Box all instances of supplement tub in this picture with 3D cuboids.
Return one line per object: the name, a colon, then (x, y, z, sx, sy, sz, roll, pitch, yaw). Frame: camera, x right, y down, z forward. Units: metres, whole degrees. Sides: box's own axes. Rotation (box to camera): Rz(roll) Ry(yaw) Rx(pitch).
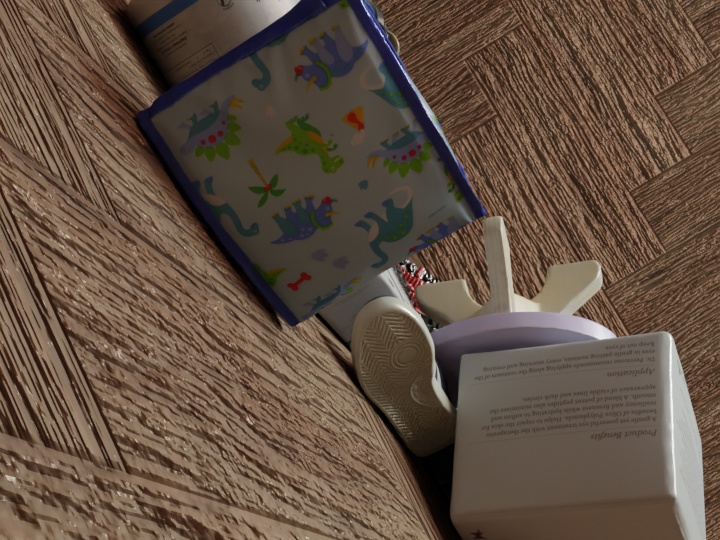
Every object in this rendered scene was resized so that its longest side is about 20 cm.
supplement tub: (-0.082, -0.155, 1.181, 0.201, 0.131, 0.132, 58, 5, -9)

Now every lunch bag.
lunch bag: (-0.035, -0.087, 1.023, 0.200, 0.169, 0.128, 52, 9, -48)

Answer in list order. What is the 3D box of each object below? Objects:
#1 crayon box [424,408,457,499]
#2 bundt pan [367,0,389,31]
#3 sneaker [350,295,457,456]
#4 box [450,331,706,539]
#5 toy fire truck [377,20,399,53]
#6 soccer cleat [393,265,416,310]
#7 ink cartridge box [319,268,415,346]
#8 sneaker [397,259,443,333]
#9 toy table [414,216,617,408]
crayon box: (0.079, 0.148, 1.515, 0.126, 0.051, 0.201, 54, 9, -53)
bundt pan: (-0.008, -0.199, 1.535, 0.202, 0.075, 0.205, -10, 90, -73)
sneaker: (0.030, 0.079, 1.323, 0.201, 0.074, 0.085, 69, -2, -45)
box: (0.202, 0.186, 1.351, 0.201, 0.197, 0.173, 61, 28, -48)
toy fire truck: (-0.063, -0.145, 1.399, 0.129, 0.174, 0.203, -74, 175, -84)
soccer cleat: (0.000, 0.000, 1.496, 0.068, 0.073, 0.202, 31, 36, -74)
ink cartridge box: (-0.007, 0.007, 1.369, 0.117, 0.066, 0.200, 62, 5, 26)
sneaker: (0.008, 0.008, 1.618, 0.200, 0.079, 0.095, 48, -32, 0)
toy table: (0.145, 0.052, 1.429, 0.185, 0.197, 0.118, 86, 5, -49)
